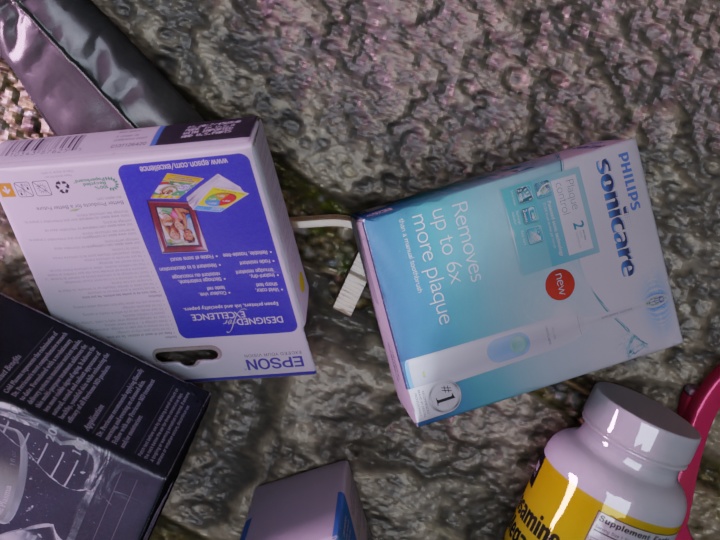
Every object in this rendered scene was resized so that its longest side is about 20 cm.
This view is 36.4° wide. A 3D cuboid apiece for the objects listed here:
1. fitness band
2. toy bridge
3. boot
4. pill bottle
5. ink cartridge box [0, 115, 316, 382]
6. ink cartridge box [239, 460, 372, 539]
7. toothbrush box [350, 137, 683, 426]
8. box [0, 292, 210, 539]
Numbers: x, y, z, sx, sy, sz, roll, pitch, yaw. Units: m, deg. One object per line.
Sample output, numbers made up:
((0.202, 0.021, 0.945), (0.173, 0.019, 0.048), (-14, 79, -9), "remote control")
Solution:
((0.307, 0.154, 0.839), (0.141, 0.037, 0.204), (9, 102, -3), "fitness band")
((0.000, 0.000, 0.819), (0.197, 0.027, 0.068), (25, 101, -5), "toy bridge")
((-0.181, -0.170, 0.768), (0.181, 0.073, 0.200), (-41, 91, 23), "boot")
((0.170, 0.192, 0.809), (0.111, 0.113, 0.203), (22, 101, -3), "pill bottle")
((-0.141, -0.007, 0.785), (0.194, 0.047, 0.202), (-4, 129, 12), "ink cartridge box")
((-0.020, 0.268, 0.813), (0.083, 0.145, 0.203), (-17, 100, 5), "ink cartridge box")
((0.107, 0.005, 0.771), (0.197, 0.085, 0.149), (-16, 97, -6), "toothbrush box")
((-0.241, 0.151, 0.791), (0.194, 0.124, 0.202), (26, 113, -2), "box")
